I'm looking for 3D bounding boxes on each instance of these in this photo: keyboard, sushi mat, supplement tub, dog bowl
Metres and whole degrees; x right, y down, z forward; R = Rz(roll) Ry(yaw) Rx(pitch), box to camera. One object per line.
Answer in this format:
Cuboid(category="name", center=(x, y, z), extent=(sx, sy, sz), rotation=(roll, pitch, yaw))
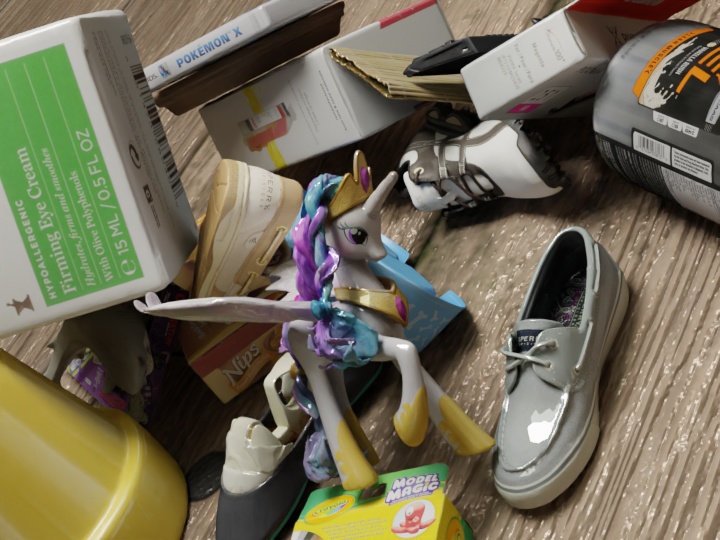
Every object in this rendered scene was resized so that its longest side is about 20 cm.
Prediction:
Cuboid(category="keyboard", center=(0.133, -0.177, 1.085), extent=(0.127, 0.021, 0.200), rotation=(-12, 1, 39))
Cuboid(category="sushi mat", center=(0.076, -0.155, 1.123), extent=(0.096, 0.199, 0.012), rotation=(40, 122, 45))
Cuboid(category="supplement tub", center=(0.254, -0.088, 0.906), extent=(0.122, 0.123, 0.200), rotation=(-42, 33, -8))
Cuboid(category="dog bowl", center=(0.000, 0.000, 1.057), extent=(0.050, 0.111, 0.200), rotation=(-58, 32, 8))

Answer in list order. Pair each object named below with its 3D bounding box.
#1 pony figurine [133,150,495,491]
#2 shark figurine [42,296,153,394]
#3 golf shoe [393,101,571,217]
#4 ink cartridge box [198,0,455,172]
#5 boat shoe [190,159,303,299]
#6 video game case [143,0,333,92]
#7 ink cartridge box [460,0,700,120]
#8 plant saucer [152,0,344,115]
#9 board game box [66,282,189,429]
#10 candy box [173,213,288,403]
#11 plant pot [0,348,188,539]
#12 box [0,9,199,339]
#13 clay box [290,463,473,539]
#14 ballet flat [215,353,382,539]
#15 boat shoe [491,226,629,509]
Cuboid(category="pony figurine", center=(-0.022, 0.037, 0.896), extent=(0.193, 0.201, 0.166), rotation=(-15, 6, 43))
Cuboid(category="shark figurine", center=(-0.242, 0.055, 1.146), extent=(0.214, 0.089, 0.129), rotation=(-24, 56, 51))
Cuboid(category="golf shoe", center=(0.091, -0.074, 1.098), extent=(0.095, 0.078, 0.200), rotation=(-46, 22, -8))
Cuboid(category="ink cartridge box", center=(-0.025, -0.155, 1.222), extent=(0.145, 0.084, 0.200), rotation=(-32, 12, -36))
Cuboid(category="boat shoe", center=(-0.086, -0.014, 1.039), extent=(0.200, 0.069, 0.074), rotation=(121, 154, -64))
Cuboid(category="video game case", center=(-0.084, -0.215, 1.207), extent=(0.182, 0.022, 0.200), rotation=(-19, 12, 41))
Cuboid(category="ink cartridge box", center=(0.191, -0.168, 1.011), extent=(0.173, 0.044, 0.200), rotation=(-27, -8, 32))
Cuboid(category="plant saucer", center=(-0.099, -0.192, 1.276), extent=(0.200, 0.030, 0.200), rotation=(-27, 9, 5))
Cuboid(category="board game box", center=(-0.210, 0.050, 1.202), extent=(0.200, 0.032, 0.120), rotation=(25, 95, 59))
Cuboid(category="candy box", center=(-0.106, 0.014, 1.184), extent=(0.115, 0.055, 0.200), rotation=(-37, 33, 2))
Cuboid(category="plant pot", center=(-0.261, 0.159, 1.028), extent=(0.200, 0.189, 0.201), rotation=(-24, 35, 19))
Cuboid(category="box", center=(-0.237, -0.074, 1.033), extent=(0.171, 0.200, 0.200), rotation=(-17, 11, 4))
Cuboid(category="clay box", center=(0.001, 0.213, 0.837), extent=(0.115, 0.048, 0.200), rotation=(-16, 36, 29))
Cuboid(category="ballet flat", center=(-0.057, 0.113, 1.002), extent=(0.073, 0.073, 0.200), rotation=(5, 51, 47))
Cuboid(category="boat shoe", center=(0.119, 0.056, 0.899), extent=(0.070, 0.072, 0.201), rotation=(-8, 44, 37))
